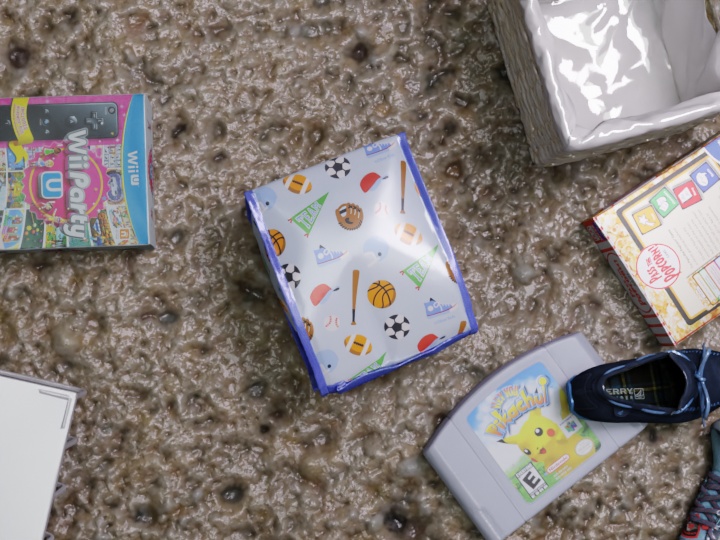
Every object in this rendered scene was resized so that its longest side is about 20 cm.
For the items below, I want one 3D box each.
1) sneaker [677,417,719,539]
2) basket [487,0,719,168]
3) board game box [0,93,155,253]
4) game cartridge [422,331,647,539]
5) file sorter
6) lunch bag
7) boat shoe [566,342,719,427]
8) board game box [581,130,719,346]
[{"bbox_3d":[0.356,0.244,1.116,0.095,0.079,0.201,-9,87,-2],"label":"sneaker"},{"bbox_3d":[0.245,-0.219,1.099,0.199,0.161,0.199,-16,87,-4],"label":"basket"},{"bbox_3d":[-0.300,-0.091,1.104,0.199,0.064,0.148,-2,87,-5],"label":"board game box"},{"bbox_3d":[0.167,0.157,1.132,0.200,0.040,0.134,-37,85,-5],"label":"game cartridge"},{"bbox_3d":[-0.341,0.193,1.050,0.138,0.125,0.201,13,86,-4],"label":"file sorter"},{"bbox_3d":[0.000,0.000,1.089,0.169,0.124,0.201,-23,80,-6],"label":"lunch bag"},{"bbox_3d":[0.297,0.117,1.104,0.199,0.069,0.085,-11,80,-24],"label":"boat shoe"},{"bbox_3d":[0.347,-0.041,1.150,0.199,0.046,0.152,-32,89,-5],"label":"board game box"}]
